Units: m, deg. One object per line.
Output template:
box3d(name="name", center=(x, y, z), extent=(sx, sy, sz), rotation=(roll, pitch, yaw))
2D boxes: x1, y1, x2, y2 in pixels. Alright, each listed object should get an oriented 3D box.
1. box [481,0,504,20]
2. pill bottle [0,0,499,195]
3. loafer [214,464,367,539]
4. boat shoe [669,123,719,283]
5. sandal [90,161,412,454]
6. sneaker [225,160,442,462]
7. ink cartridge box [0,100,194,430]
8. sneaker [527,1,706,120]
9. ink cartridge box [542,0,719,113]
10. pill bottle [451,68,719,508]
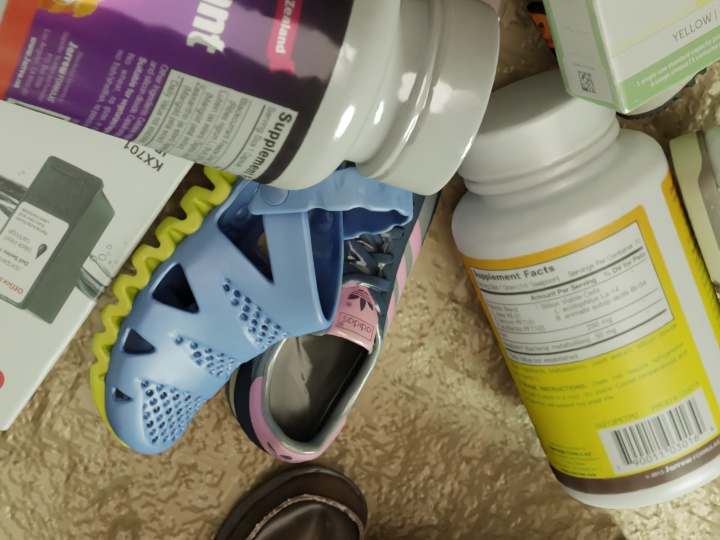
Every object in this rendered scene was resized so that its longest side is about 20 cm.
box3d(name="box", center=(0.043, -0.215, 0.719), extent=(0.075, 0.100, 0.201), rotation=(11, 101, -3))
box3d(name="pill bottle", center=(-0.052, -0.097, 0.634), extent=(0.199, 0.111, 0.112), rotation=(17, 98, -17))
box3d(name="loafer", center=(-0.056, 0.192, 0.812), extent=(0.073, 0.071, 0.201), rotation=(29, 94, -19))
box3d(name="boat shoe", center=(0.214, 0.017, 0.793), extent=(0.068, 0.075, 0.201), rotation=(-19, 115, 15))
box3d(name="sandal", center=(-0.046, 0.001, 0.723), extent=(0.087, 0.079, 0.200), rotation=(36, 100, 21))
box3d(name="sneaker", center=(0.000, 0.000, 0.775), extent=(0.070, 0.082, 0.201), rotation=(18, 98, -18))
box3d(name="ink cartridge box", center=(-0.163, -0.053, 0.718), extent=(0.146, 0.083, 0.200), rotation=(34, 93, -19))
box3d(name="sneaker", center=(0.162, -0.174, 0.782), extent=(0.090, 0.070, 0.200), rotation=(34, 95, -23))
box3d(name="ink cartridge box", center=(0.129, -0.188, 0.682), extent=(0.145, 0.048, 0.201), rotation=(-30, 120, -19))
box3d(name="pill bottle", center=(0.113, 0.007, 0.792), extent=(0.109, 0.109, 0.201), rotation=(-26, 108, -7))
